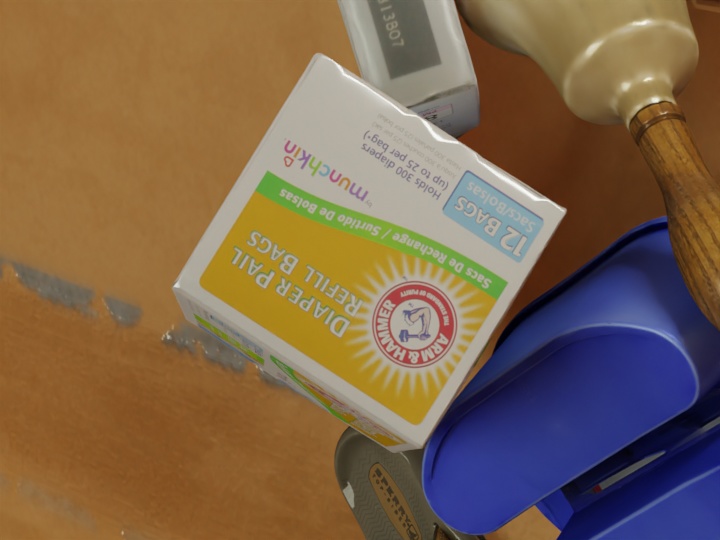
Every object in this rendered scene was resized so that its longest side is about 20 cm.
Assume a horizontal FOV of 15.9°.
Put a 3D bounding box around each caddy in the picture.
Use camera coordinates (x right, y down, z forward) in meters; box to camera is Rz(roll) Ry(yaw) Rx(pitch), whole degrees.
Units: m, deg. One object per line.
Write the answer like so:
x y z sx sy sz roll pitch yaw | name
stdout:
0.120 0.064 1.021 0.142 0.105 0.200 50 135 -3 | caddy

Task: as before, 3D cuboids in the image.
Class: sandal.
0.038 0.149 1.163 0.201 0.054 0.082 58 134 23 | sandal

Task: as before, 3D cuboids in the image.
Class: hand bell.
0.113 -0.047 0.963 0.104 0.103 0.201 -54 43 39 | hand bell

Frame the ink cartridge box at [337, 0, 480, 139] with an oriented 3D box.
0.009 -0.127 1.097 0.057 0.200 0.164 -18 81 5 | ink cartridge box

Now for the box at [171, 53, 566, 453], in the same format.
0.000 0.000 1.004 0.112 0.200 0.102 32 85 1 | box
